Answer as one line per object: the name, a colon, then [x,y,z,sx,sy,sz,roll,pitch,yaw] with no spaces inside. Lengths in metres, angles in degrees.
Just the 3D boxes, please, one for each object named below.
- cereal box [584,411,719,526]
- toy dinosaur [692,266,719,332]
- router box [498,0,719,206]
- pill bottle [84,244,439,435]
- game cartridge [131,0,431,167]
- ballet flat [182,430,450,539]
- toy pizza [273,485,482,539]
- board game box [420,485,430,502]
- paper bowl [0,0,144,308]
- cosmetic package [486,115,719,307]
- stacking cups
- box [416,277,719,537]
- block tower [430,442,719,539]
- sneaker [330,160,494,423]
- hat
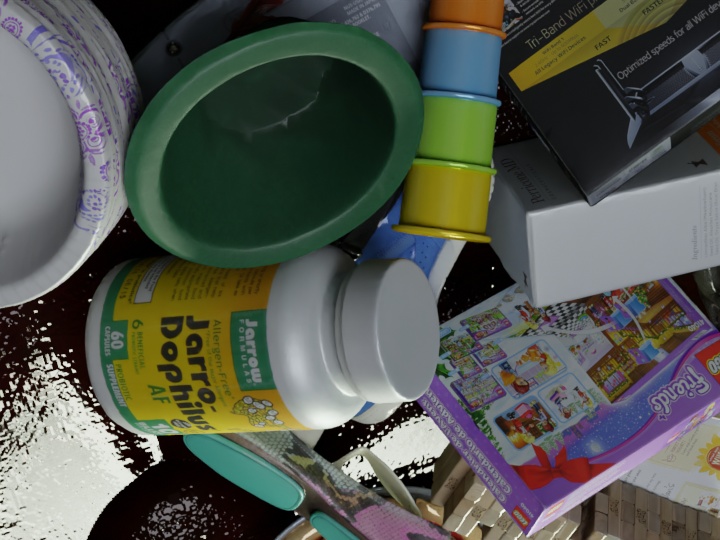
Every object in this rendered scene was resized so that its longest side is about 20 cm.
cereal box: [0.179,0.125,1.378,0.199,0.040,0.144,17,131,-8]
toy dinosaur: [0.271,0.029,1.380,0.199,0.103,0.077,21,120,-17]
router box: [0.172,-0.161,1.213,0.199,0.052,0.158,-35,80,4]
pill bottle: [-0.058,0.042,1.215,0.199,0.113,0.113,-4,127,28]
game cartridge: [-0.039,-0.119,1.202,0.199,0.040,0.134,-29,100,-6]
ballet flat: [-0.025,0.141,1.347,0.199,0.069,0.071,36,64,-2]
toy pizza: [0.012,0.241,1.418,0.199,0.032,0.202,-7,119,-12]
board game box: [0.059,0.253,1.471,0.105,0.023,0.200,-36,121,6]
paper bowl: [-0.216,-0.088,1.129,0.199,0.104,0.202,7,117,13]
cosmetic package: [0.187,-0.049,1.301,0.198,0.102,0.072,-13,120,-11]
stacking cups: [0.062,-0.118,1.173,0.060,0.060,0.202,10,88,-21]
box: [0.139,0.066,1.286,0.199,0.137,0.039,-27,156,-32]
block tower: [0.147,0.170,1.359,0.199,0.054,0.058,21,133,-11]
sneaker: [0.000,-0.001,1.283,0.111,0.077,0.201,14,113,-24]
hat: [-0.061,-0.125,1.166,0.199,0.177,0.166,-23,137,-3]
